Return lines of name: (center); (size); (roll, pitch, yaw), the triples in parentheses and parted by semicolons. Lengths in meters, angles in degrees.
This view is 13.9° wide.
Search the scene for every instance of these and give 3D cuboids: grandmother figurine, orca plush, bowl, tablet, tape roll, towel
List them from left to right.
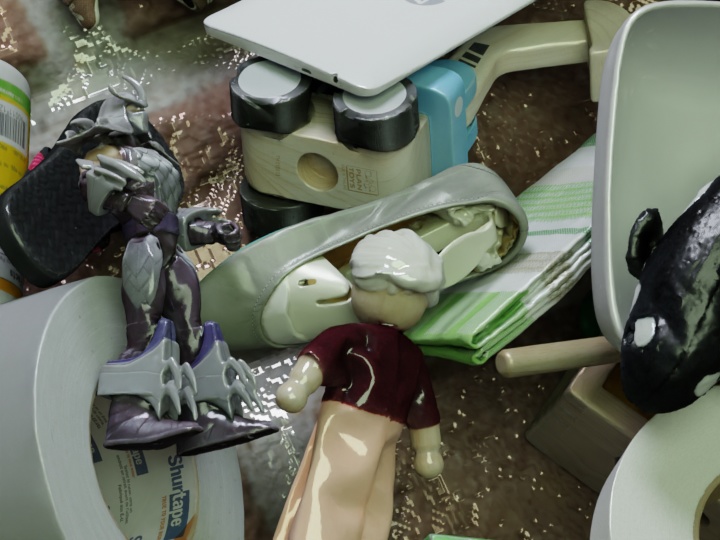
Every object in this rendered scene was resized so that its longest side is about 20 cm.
tape roll: (-0.138, 0.107, 1.546); (0.066, 0.200, 0.201); (-17, 72, 25)
grandmother figurine: (-0.001, 0.073, 1.539); (0.060, 0.121, 0.201); (6, 76, 35)
tablet: (0.022, -0.159, 1.694); (0.130, 0.014, 0.200); (24, 42, 35)
towel: (0.104, -0.013, 1.667); (0.200, 0.149, 0.031); (-41, 104, -19)
bowl: (0.210, -0.036, 1.587); (0.199, 0.075, 0.201); (5, 81, -18)
orca plush: (0.210, -0.010, 1.508); (0.200, 0.071, 0.105); (-37, 96, -19)
tape roll: (0.219, 0.152, 1.535); (0.202, 0.037, 0.203); (8, 56, -12)

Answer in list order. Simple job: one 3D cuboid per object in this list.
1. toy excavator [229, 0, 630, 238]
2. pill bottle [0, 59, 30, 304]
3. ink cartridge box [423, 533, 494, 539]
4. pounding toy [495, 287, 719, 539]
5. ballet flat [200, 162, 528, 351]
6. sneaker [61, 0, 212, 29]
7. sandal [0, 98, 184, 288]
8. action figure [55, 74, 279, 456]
toy excavator: (0.042, -0.103, 1.699); (0.194, 0.100, 0.200); (11, 42, 20)
pill bottle: (-0.237, -0.011, 1.607); (0.111, 0.111, 0.201); (4, 72, -11)
ink cartridge box: (0.115, 0.204, 1.592); (0.199, 0.146, 0.084); (7, 71, -10)
pounding toy: (0.186, 0.059, 1.656); (0.200, 0.142, 0.184); (36, 68, 1)
ballet flat: (0.000, 0.000, 1.603); (0.199, 0.068, 0.064); (-24, 39, -16)
sneaker: (-0.085, -0.192, 1.733); (0.199, 0.070, 0.076); (-11, 94, -12)
sandal: (-0.157, -0.039, 1.622); (0.075, 0.045, 0.200); (55, 29, -4)
action figure: (-0.103, -0.006, 1.529); (0.069, 0.130, 0.201); (-18, 75, 27)
